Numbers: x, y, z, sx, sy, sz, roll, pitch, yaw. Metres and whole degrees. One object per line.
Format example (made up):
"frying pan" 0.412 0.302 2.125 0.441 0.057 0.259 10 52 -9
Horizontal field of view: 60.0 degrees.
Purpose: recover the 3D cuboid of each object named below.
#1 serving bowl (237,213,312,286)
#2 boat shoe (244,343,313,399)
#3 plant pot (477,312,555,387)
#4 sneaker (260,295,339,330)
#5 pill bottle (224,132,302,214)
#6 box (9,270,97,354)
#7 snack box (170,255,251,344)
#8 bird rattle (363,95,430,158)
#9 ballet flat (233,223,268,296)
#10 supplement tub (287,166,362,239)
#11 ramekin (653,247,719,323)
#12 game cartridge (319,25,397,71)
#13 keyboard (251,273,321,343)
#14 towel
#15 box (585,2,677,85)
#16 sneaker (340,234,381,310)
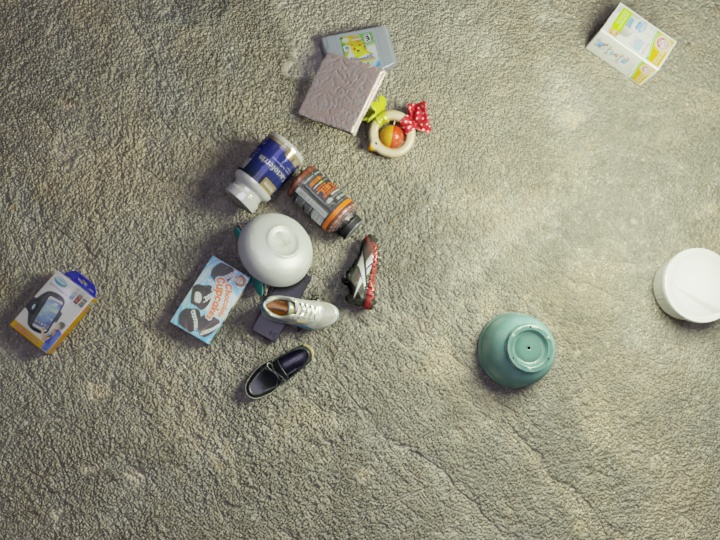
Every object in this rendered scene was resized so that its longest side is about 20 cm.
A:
"serving bowl" -0.206 -0.063 1.587 0.200 0.066 0.200 12 62 -24
"boat shoe" -0.207 0.254 1.581 0.200 0.062 0.075 -33 87 -7
"plant pot" 0.415 0.202 1.605 0.200 0.134 0.201 1 80 -4
"sneaker" -0.153 0.107 1.579 0.200 0.081 0.077 5 78 -5
"pill bottle" -0.254 -0.251 1.629 0.116 0.116 0.200 39 81 2
"box" -0.762 0.095 1.570 0.119 0.041 0.200 37 82 2
"snack box" -0.383 0.076 1.605 0.116 0.037 0.200 30 80 0
"bird rattle" 0.094 -0.388 1.709 0.200 0.113 0.163 10 92 -16
"ballet flat" -0.263 -0.034 1.622 0.072 0.072 0.201 -21 85 -8
"supplement tub" -0.088 -0.173 1.636 0.200 0.107 0.107 42 80 2
"ramekin" 0.893 0.045 1.690 0.202 0.094 0.203 1 81 -5
"game cartridge" -0.003 -0.603 1.747 0.200 0.040 0.134 -14 86 -7
"keyboard" -0.185 0.097 1.629 0.127 0.021 0.200 29 81 1
"towel" -0.050 -0.472 1.663 0.200 0.032 0.191 28 93 29
"box" 0.772 -0.644 1.784 0.200 0.101 0.113 36 80 1
"sneaker" 0.000 0.000 1.632 0.098 0.071 0.201 7 82 -6
